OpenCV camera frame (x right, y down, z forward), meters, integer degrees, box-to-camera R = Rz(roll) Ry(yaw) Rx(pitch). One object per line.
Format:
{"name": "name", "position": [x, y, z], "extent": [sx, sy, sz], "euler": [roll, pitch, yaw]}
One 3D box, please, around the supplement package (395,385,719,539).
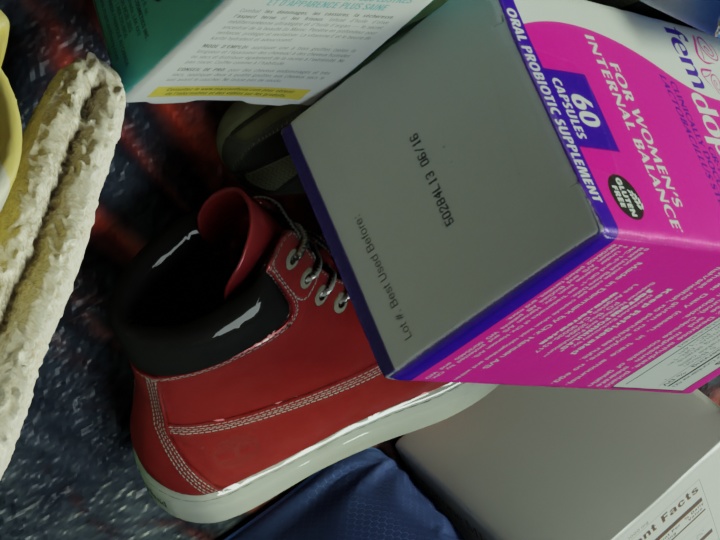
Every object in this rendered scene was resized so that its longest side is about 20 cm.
{"name": "supplement package", "position": [0.110, 0.124, 1.217], "extent": [0.109, 0.114, 0.200], "euler": [-40, 142, -12]}

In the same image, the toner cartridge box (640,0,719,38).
{"name": "toner cartridge box", "position": [0.166, -0.178, 0.973], "extent": [0.095, 0.043, 0.201], "euler": [4, 112, -62]}

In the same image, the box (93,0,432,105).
{"name": "box", "position": [0.000, -0.119, 0.851], "extent": [0.082, 0.049, 0.200], "euler": [-2, 156, -39]}

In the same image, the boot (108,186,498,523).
{"name": "boot", "position": [0.000, 0.000, 1.014], "extent": [0.199, 0.072, 0.145], "euler": [-30, 148, -18]}

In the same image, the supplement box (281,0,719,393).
{"name": "supplement box", "position": [0.084, -0.024, 0.975], "extent": [0.103, 0.102, 0.199], "euler": [-35, 157, 29]}

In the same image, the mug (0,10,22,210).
{"name": "mug", "position": [-0.172, 0.002, 0.799], "extent": [0.186, 0.150, 0.154], "euler": [-8, 136, -33]}

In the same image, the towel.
{"name": "towel", "position": [-0.120, 0.034, 0.842], "extent": [0.034, 0.201, 0.133], "euler": [26, 129, -10]}

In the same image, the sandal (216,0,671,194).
{"name": "sandal", "position": [0.035, -0.093, 0.993], "extent": [0.200, 0.058, 0.080], "euler": [-23, 150, -9]}

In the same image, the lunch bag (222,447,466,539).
{"name": "lunch bag", "position": [0.009, 0.184, 1.151], "extent": [0.136, 0.132, 0.201], "euler": [-35, 143, -17]}
